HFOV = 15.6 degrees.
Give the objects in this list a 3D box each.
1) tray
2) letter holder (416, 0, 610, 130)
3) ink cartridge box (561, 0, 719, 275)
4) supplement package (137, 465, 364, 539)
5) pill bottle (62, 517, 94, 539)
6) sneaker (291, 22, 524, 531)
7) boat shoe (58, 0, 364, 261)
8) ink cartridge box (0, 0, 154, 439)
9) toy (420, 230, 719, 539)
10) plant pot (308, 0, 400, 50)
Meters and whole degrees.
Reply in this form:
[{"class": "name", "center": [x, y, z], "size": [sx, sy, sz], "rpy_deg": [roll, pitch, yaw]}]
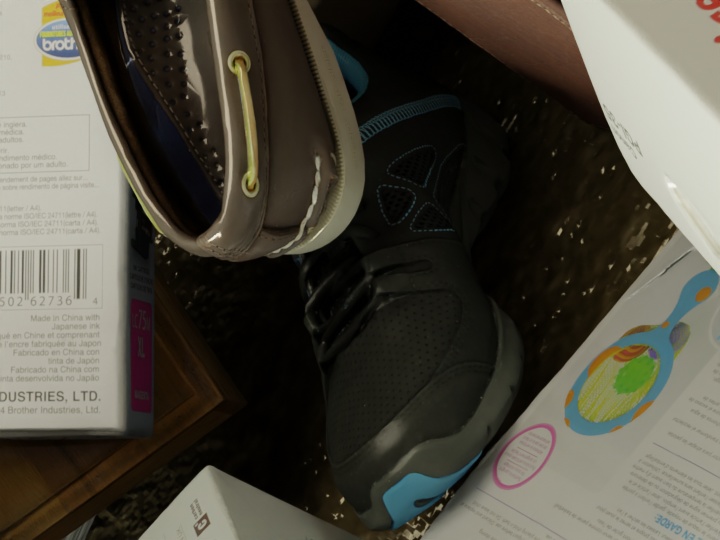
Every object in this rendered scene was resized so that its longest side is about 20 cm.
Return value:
[{"class": "tray", "center": [-0.135, -0.009, 0.882], "size": [0.098, 0.037, 0.200], "rpy_deg": [-36, 80, 6]}, {"class": "letter holder", "center": [0.072, -0.115, 0.758], "size": [0.142, 0.200, 0.101], "rpy_deg": [24, 84, 51]}, {"class": "ink cartridge box", "center": [0.164, -0.076, 0.661], "size": [0.199, 0.083, 0.147], "rpy_deg": [-30, 34, -2]}, {"class": "supplement package", "center": [-0.054, 0.178, 0.776], "size": [0.200, 0.114, 0.110], "rpy_deg": [-48, 39, 17]}, {"class": "pill bottle", "center": [-0.174, 0.127, 0.940], "size": [0.111, 0.111, 0.201], "rpy_deg": [14, 76, 50]}, {"class": "sneaker", "center": [0.000, 0.000, 0.827], "size": [0.073, 0.082, 0.200], "rpy_deg": [-41, 28, 25]}, {"class": "boat shoe", "center": [-0.062, -0.097, 0.780], "size": [0.072, 0.059, 0.201], "rpy_deg": [-25, 82, 32]}, {"class": "ink cartridge box", "center": [-0.126, -0.045, 0.845], "size": [0.119, 0.042, 0.201], "rpy_deg": [-1, 87, 12]}, {"class": "toy", "center": [0.105, 0.044, 0.734], "size": [0.200, 0.047, 0.115], "rpy_deg": [-53, 30, -7]}, {"class": "plant pot", "center": [-0.054, -0.125, 0.938], "size": [0.200, 0.199, 0.175], "rpy_deg": [33, 111, 51]}]
